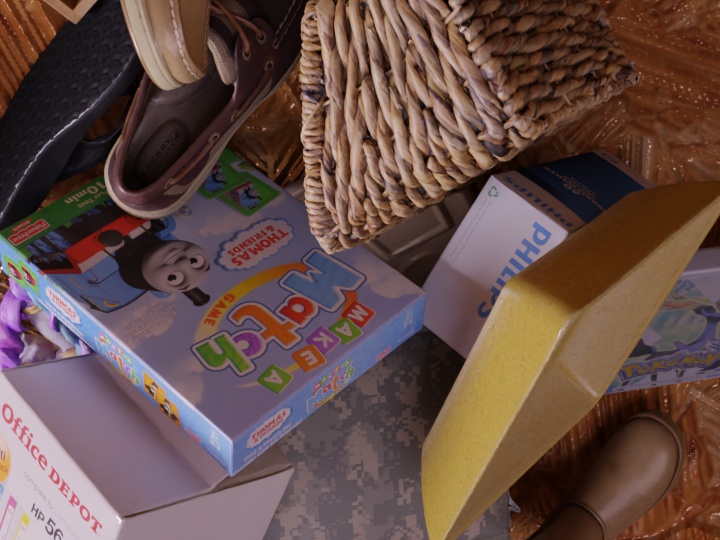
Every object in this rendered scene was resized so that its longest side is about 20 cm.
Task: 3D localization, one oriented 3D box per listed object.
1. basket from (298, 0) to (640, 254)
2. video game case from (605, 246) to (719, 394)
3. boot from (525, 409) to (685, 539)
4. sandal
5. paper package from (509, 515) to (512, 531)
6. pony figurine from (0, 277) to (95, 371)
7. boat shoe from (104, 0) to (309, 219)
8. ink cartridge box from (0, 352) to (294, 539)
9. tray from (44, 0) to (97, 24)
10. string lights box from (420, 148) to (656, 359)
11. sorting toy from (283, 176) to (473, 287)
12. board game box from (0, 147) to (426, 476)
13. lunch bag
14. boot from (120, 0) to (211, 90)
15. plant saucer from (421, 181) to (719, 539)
[{"bbox_3d":[0.040,-0.117,0.650,0.149,0.200,0.143,-30,91,34],"label":"basket"},{"bbox_3d":[0.260,0.037,0.863,0.199,0.022,0.183,-7,149,-9],"label":"video game case"},{"bbox_3d":[0.167,0.208,0.902,0.200,0.066,0.176,-21,143,-55],"label":"boot"},{"bbox_3d":[-0.178,-0.086,0.700,0.048,0.076,0.200,14,130,-46],"label":"sandal"},{"bbox_3d":[-0.004,0.218,0.919,0.199,0.104,0.191,9,120,-18],"label":"paper package"},{"bbox_3d":[-0.209,0.080,0.763,0.193,0.167,0.200,-39,134,-4],"label":"pony figurine"},{"bbox_3d":[-0.079,-0.120,0.646,0.072,0.072,0.200,34,84,-3],"label":"boat shoe"},{"bbox_3d":[-0.143,0.141,0.668,0.125,0.128,0.201,-9,130,-49],"label":"ink cartridge box"},{"bbox_3d":[-0.199,-0.233,0.608,0.099,0.037,0.200,-43,123,16],"label":"tray"},{"bbox_3d":[0.119,-0.014,0.742,0.200,0.059,0.103,-18,143,-59],"label":"string lights box"},{"bbox_3d":[0.000,0.000,0.817,0.185,0.037,0.200,-28,130,7],"label":"sorting toy"},{"bbox_3d":[-0.085,0.006,0.664,0.151,0.200,0.037,-35,149,-33],"label":"board game box"},{"bbox_3d":[0.002,0.111,0.767,0.199,0.118,0.165,-5,91,-13],"label":"lunch bag"},{"bbox_3d":[-0.040,-0.191,0.579,0.155,0.201,0.073,-1,169,6],"label":"boot"},{"bbox_3d":[0.113,0.043,0.667,0.200,0.048,0.201,-32,153,-44],"label":"plant saucer"}]
